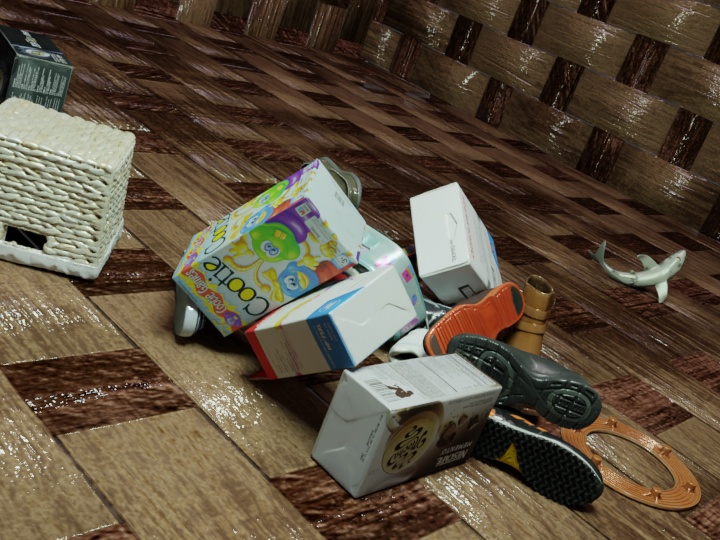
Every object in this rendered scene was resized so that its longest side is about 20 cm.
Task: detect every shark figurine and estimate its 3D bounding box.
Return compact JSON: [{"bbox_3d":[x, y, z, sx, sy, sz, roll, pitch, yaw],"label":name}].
[{"bbox_3d":[0.629,0.009,2.014,0.214,0.129,0.090,6,-7,9],"label":"shark figurine"}]

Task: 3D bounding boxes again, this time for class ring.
[{"bbox_3d":[0.369,0.253,1.194,0.200,0.019,0.201,19,20,-7],"label":"ring"}]

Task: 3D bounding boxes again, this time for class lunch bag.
[{"bbox_3d":[0.000,0.000,1.262,0.077,0.161,0.200,-37,42,-19],"label":"lunch bag"}]

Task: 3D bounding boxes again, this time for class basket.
[{"bbox_3d":[-0.414,-0.114,1.169,0.198,0.161,0.200,16,19,-11],"label":"basket"}]

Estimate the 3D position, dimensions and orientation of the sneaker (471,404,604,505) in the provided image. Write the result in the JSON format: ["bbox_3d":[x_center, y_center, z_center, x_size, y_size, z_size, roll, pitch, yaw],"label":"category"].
[{"bbox_3d":[0.208,0.209,1.075,0.200,0.070,0.090,24,24,15],"label":"sneaker"}]

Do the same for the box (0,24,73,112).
[{"bbox_3d":[-0.526,-0.253,1.349,0.086,0.200,0.164,6,25,-37],"label":"box"}]

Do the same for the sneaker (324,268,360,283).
[{"bbox_3d":[-0.058,0.026,1.128,0.085,0.077,0.200,-23,39,-29],"label":"sneaker"}]

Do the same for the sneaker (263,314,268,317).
[{"bbox_3d":[-0.091,0.041,1.203,0.095,0.080,0.200,15,21,-10],"label":"sneaker"}]

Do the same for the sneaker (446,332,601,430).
[{"bbox_3d":[0.200,0.133,1.099,0.200,0.076,0.091,26,15,3],"label":"sneaker"}]

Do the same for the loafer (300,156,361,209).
[{"bbox_3d":[-0.063,-0.176,1.802,0.069,0.075,0.200,-7,27,-30],"label":"loafer"}]

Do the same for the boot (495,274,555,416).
[{"bbox_3d":[0.243,0.104,1.250,0.076,0.156,0.200,20,20,-3],"label":"boot"}]

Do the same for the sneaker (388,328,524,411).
[{"bbox_3d":[0.124,0.146,1.172,0.200,0.071,0.080,24,24,30],"label":"sneaker"}]

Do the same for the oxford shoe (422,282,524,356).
[{"bbox_3d":[0.144,0.077,1.197,0.200,0.071,0.072,-22,4,-42],"label":"oxford shoe"}]

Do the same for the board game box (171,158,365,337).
[{"bbox_3d":[-0.107,-0.025,1.048,0.105,0.200,0.103,51,24,-23],"label":"board game box"}]

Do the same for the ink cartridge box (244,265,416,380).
[{"bbox_3d":[-0.048,0.064,1.005,0.200,0.067,0.116,-15,16,47],"label":"ink cartridge box"}]

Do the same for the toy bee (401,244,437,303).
[{"bbox_3d":[0.072,-0.013,1.452,0.200,0.109,0.131,6,21,-36],"label":"toy bee"}]

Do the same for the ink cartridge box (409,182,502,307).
[{"bbox_3d":[0.155,-0.021,1.378,0.200,0.084,0.146,45,33,-53],"label":"ink cartridge box"}]

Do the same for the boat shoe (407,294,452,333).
[{"bbox_3d":[0.100,0.075,1.309,0.200,0.072,0.068,32,21,35],"label":"boat shoe"}]

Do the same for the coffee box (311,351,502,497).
[{"bbox_3d":[0.055,0.166,0.978,0.200,0.113,0.080,-2,30,-48],"label":"coffee box"}]

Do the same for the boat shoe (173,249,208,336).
[{"bbox_3d":[-0.191,0.030,1.142,0.091,0.071,0.200,13,21,-15],"label":"boat shoe"}]
